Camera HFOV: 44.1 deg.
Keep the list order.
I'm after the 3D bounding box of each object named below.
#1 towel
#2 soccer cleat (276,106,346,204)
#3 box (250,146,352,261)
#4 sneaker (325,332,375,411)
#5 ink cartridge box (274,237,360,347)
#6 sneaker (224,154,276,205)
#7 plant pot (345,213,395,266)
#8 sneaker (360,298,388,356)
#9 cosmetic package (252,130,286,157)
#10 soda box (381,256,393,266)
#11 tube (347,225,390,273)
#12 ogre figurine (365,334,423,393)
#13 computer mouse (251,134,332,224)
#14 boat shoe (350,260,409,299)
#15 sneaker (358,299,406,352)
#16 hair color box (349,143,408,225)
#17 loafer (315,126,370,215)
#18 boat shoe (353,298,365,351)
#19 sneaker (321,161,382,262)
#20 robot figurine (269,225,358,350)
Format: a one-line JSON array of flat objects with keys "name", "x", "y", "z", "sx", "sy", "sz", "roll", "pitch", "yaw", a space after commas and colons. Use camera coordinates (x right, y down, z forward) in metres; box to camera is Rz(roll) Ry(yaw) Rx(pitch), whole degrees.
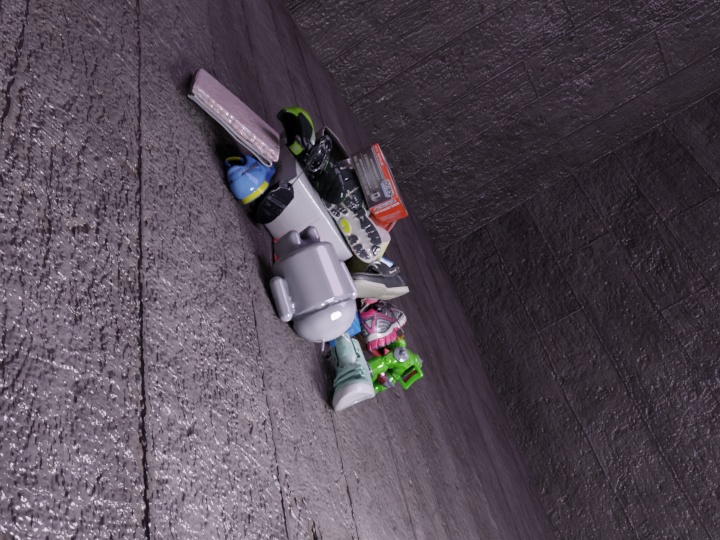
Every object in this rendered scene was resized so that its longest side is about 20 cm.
[{"name": "towel", "x": -0.228, "y": -0.280, "z": 1.613, "sx": 0.199, "sy": 0.032, "sz": 0.192, "roll": 41, "pitch": 13, "yaw": -19}, {"name": "soccer cleat", "x": -0.093, "y": -0.207, "z": 1.618, "sx": 0.081, "sy": 0.067, "sz": 0.203, "roll": -12, "pitch": 72, "yaw": -60}, {"name": "box", "x": -0.114, "y": -0.110, "z": 1.693, "sx": 0.201, "sy": 0.105, "sz": 0.153, "roll": 56, "pitch": 12, "yaw": -30}, {"name": "sneaker", "x": -0.026, "y": 0.167, "z": 1.494, "sx": 0.200, "sy": 0.072, "sz": 0.120, "roll": 58, "pitch": 11, "yaw": -82}, {"name": "ink cartridge box", "x": -0.080, "y": 0.025, "z": 1.622, "sx": 0.201, "sy": 0.066, "sz": 0.117, "roll": 56, "pitch": 12, "yaw": -31}, {"name": "sneaker", "x": -0.199, "y": -0.183, "z": 1.582, "sx": 0.079, "sy": 0.065, "sz": 0.201, "roll": 54, "pitch": 12, "yaw": -17}, {"name": "plant pot", "x": -0.052, "y": -0.138, "z": 1.887, "sx": 0.196, "sy": 0.199, "sz": 0.201, "roll": 50, "pitch": 13, "yaw": -17}, {"name": "sneaker", "x": 0.020, "y": 0.104, "z": 1.899, "sx": 0.203, "sy": 0.073, "sz": 0.087, "roll": 60, "pitch": 15, "yaw": -3}, {"name": "cosmetic package", "x": -0.153, "y": -0.235, "z": 1.832, "sx": 0.091, "sy": 0.105, "sz": 0.200, "roll": 59, "pitch": 9, "yaw": -11}, {"name": "soda box", "x": 0.006, "y": -0.018, "z": 1.950, "sx": 0.067, "sy": 0.065, "sz": 0.200, "roll": 24, "pitch": 3, "yaw": -17}, {"name": "tube", "x": 0.000, "y": 0.000, "z": 1.785, "sx": 0.051, "sy": 0.202, "sz": 0.059, "roll": 17, "pitch": 40, "yaw": -14}, {"name": "ogre figurine", "x": 0.053, "y": 0.190, "z": 1.706, "sx": 0.200, "sy": 0.118, "sz": 0.099, "roll": 51, "pitch": 15, "yaw": -51}, {"name": "computer mouse", "x": -0.122, "y": -0.162, "z": 1.555, "sx": 0.058, "sy": 0.200, "sz": 0.034, "roll": 33, "pitch": 13, "yaw": -51}, {"name": "boat shoe", "x": 0.025, "y": 0.016, "z": 1.702, "sx": 0.199, "sy": 0.071, "sz": 0.069, "roll": 5, "pitch": 70, "yaw": -61}, {"name": "sneaker", "x": 0.041, "y": 0.091, "z": 1.730, "sx": 0.200, "sy": 0.079, "sz": 0.076, "roll": -62, "pitch": 130, "yaw": -78}, {"name": "hair color box", "x": 0.039, "y": -0.163, "z": 1.733, "sx": 0.200, "sy": 0.063, "sz": 0.113, "roll": 30, "pitch": 39, "yaw": -79}, {"name": "loafer", "x": -0.038, "y": -0.192, "z": 1.753, "sx": 0.202, "sy": 0.069, "sz": 0.070, "roll": 57, "pitch": -35, "yaw": 15}, {"name": "boat shoe", "x": -0.028, "y": 0.067, "z": 1.765, "sx": 0.203, "sy": 0.067, "sz": 0.072, "roll": 61, "pitch": 10, "yaw": -7}, {"name": "sneaker", "x": -0.025, "y": -0.106, "z": 1.685, "sx": 0.080, "sy": 0.076, "sz": 0.204, "roll": 135, "pitch": -67, "yaw": -81}, {"name": "robot figurine", "x": -0.076, "y": 0.031, "z": 1.476, "sx": 0.167, "sy": 0.112, "sz": 0.204, "roll": -15, "pitch": 80, "yaw": -37}]
